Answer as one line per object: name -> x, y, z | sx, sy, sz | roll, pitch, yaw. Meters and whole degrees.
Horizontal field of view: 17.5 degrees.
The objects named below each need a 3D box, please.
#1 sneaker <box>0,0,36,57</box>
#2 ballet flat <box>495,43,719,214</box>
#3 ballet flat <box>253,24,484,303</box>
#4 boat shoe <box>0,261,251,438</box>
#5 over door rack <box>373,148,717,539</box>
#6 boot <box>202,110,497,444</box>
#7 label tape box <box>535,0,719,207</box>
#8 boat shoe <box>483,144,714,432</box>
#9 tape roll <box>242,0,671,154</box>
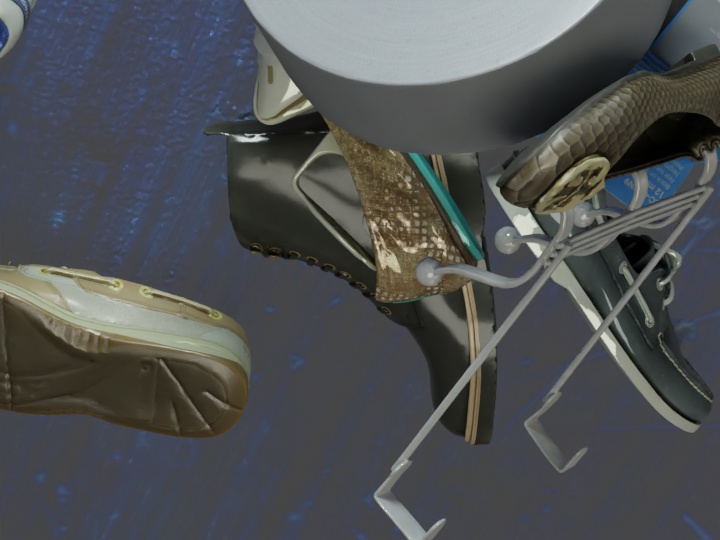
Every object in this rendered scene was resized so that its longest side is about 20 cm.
sneaker -> -0.251, -0.141, 1.100 | 0.199, 0.088, 0.076 | 2, 123, -6
ballet flat -> 0.123, -0.057, 1.032 | 0.067, 0.200, 0.046 | -37, 84, 32
ballet flat -> -0.014, -0.072, 1.138 | 0.065, 0.071, 0.201 | -29, 86, 6
boat shoe -> -0.153, 0.034, 1.230 | 0.199, 0.066, 0.074 | 17, 120, -1
over door rack -> 0.081, 0.023, 1.130 | 0.147, 0.067, 0.201 | -19, 139, -50
boot -> 0.000, 0.000, 1.230 | 0.138, 0.078, 0.201 | -7, 109, 3
label tape box -> 0.166, -0.129, 1.141 | 0.143, 0.066, 0.200 | 35, 95, -24
boat shoe -> 0.142, 0.007, 1.243 | 0.062, 0.073, 0.200 | -37, 117, 6
tape roll -> 0.043, -0.154, 1.054 | 0.199, 0.201, 0.066 | -20, 150, 6
